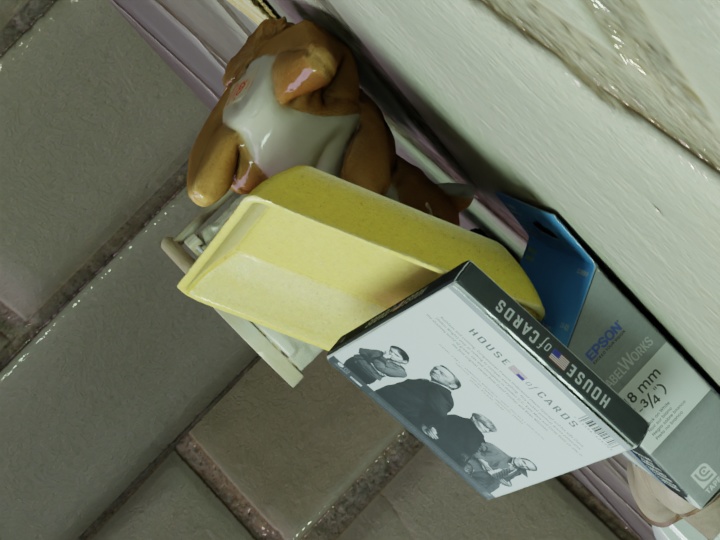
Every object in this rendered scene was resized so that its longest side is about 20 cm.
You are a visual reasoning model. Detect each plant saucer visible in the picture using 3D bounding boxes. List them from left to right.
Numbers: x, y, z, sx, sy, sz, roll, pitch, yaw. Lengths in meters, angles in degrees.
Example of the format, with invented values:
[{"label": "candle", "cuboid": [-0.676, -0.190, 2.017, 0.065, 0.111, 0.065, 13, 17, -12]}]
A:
[{"label": "plant saucer", "cuboid": [0.000, 0.000, 1.343, 0.198, 0.049, 0.200, 21, 158, -11]}]

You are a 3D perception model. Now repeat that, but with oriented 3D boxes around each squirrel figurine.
[{"label": "squirrel figurine", "cuboid": [-0.011, -0.081, 1.468, 0.186, 0.142, 0.200, 35, -164, -21]}]

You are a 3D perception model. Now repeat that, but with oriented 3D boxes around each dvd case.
[{"label": "dvd case", "cuboid": [0.074, 0.074, 1.308, 0.150, 0.025, 0.200, 42, 153, -8]}]

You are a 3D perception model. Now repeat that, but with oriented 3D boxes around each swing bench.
[{"label": "swing bench", "cuboid": [-0.053, -0.030, 1.875, 0.130, 0.199, 0.200, 45, 177, -19]}]

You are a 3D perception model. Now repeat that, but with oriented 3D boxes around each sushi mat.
[{"label": "sushi mat", "cuboid": [-0.113, -0.233, 1.691, 0.096, 0.012, 0.200, 48, 177, -38]}]

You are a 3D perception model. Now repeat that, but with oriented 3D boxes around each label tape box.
[{"label": "label tape box", "cuboid": [0.147, 0.048, 1.330, 0.200, 0.063, 0.144, 45, 177, -14]}]

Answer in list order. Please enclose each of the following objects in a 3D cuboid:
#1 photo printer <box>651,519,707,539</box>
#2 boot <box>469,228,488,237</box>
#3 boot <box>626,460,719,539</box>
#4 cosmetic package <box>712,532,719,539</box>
[{"label": "photo printer", "cuboid": [0.322, 0.253, 1.789, 0.166, 0.069, 0.200, 45, 178, 15]}, {"label": "boot", "cuboid": [0.137, 0.063, 1.677, 0.163, 0.073, 0.199, 49, 173, 24]}, {"label": "boot", "cuboid": [0.224, 0.132, 1.588, 0.147, 0.070, 0.200, 53, 174, -24]}, {"label": "cosmetic package", "cuboid": [0.316, 0.224, 1.331, 0.200, 0.071, 0.101, 45, 178, 16]}]
